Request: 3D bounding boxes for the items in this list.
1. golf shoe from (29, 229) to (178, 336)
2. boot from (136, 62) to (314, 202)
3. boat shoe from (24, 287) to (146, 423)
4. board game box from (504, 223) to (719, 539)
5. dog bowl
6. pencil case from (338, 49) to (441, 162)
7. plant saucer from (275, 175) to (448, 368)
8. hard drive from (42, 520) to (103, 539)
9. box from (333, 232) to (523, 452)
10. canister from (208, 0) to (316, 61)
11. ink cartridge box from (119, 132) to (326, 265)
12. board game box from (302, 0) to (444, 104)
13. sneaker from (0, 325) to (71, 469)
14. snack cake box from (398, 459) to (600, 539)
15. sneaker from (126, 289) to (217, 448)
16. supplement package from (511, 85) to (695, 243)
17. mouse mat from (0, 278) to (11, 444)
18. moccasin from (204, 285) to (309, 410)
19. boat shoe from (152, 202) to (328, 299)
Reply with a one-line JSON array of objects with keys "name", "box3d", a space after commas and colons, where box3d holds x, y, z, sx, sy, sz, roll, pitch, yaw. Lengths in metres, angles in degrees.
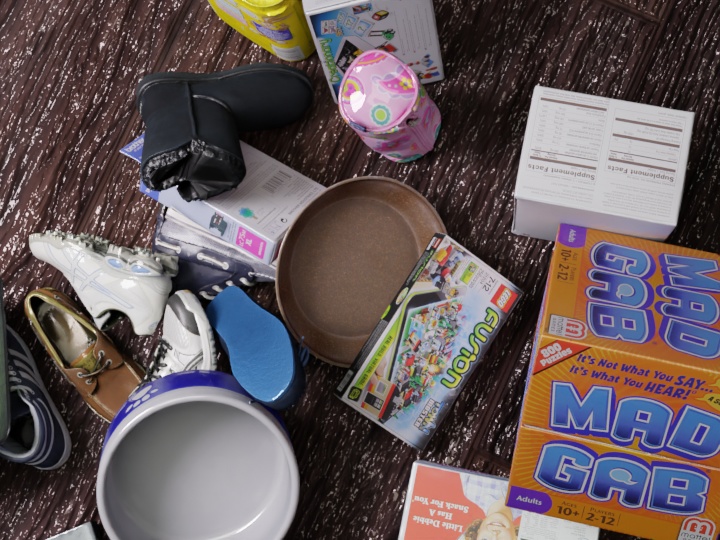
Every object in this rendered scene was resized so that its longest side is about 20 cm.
[{"name": "golf shoe", "box3d": [-0.285, 0.012, 1.397, 0.199, 0.078, 0.098, 15, 97, 36]}, {"name": "boot", "box3d": [-0.134, -0.141, 1.364, 0.198, 0.077, 0.169, -3, 40, -14]}, {"name": "boat shoe", "box3d": [-0.290, 0.101, 1.408, 0.200, 0.068, 0.072, 42, 85, 7]}, {"name": "board game box", "box3d": [0.259, 0.106, 1.246, 0.198, 0.200, 0.202, 11, 123, 7]}, {"name": "dog bowl", "box3d": [-0.162, 0.204, 1.315, 0.198, 0.079, 0.202, -2, 106, -8]}, {"name": "pencil case", "box3d": [0.033, -0.163, 1.344, 0.086, 0.200, 0.089, -1, 86, 9]}, {"name": "plant saucer", "box3d": [0.000, 0.000, 1.372, 0.198, 0.037, 0.203, -5, 103, -23]}, {"name": "hard drive", "box3d": [-0.314, 0.384, 1.391, 0.138, 0.033, 0.202, -21, 80, 3]}, {"name": "box", "box3d": [0.072, 0.074, 1.371, 0.110, 0.035, 0.201, 34, 87, -16]}, {"name": "canister", "box3d": [-0.111, -0.303, 1.378, 0.148, 0.200, 0.087, 34, 87, 9]}, {"name": "ink cartridge box", "box3d": [-0.145, -0.092, 1.397, 0.199, 0.119, 0.042, 31, 131, 11]}, {"name": "board game box", "box3d": [0.017, -0.242, 1.357, 0.125, 0.200, 0.035, -12, 70, 3]}, {"name": "sneaker", "box3d": [-0.383, 0.122, 1.395, 0.070, 0.109, 0.201, -35, 80, 0]}, {"name": "snack cake box", "box3d": [0.141, 0.270, 1.342, 0.198, 0.067, 0.116, 11, 85, 8]}, {"name": "sneaker", "box3d": [-0.199, 0.122, 1.355, 0.087, 0.076, 0.202, -4, 104, -24]}, {"name": "supplement package", "box3d": [0.236, -0.092, 1.313, 0.154, 0.200, 0.112, 11, 84, 7]}, {"name": "mouse mat", "box3d": [-0.421, 0.122, 1.379, 0.160, 0.008, 0.201, -34, 52, 26]}, {"name": "moccasin", "box3d": [-0.092, 0.079, 1.321, 0.080, 0.068, 0.200, -39, 35, 3]}, {"name": "boat shoe", "box3d": [-0.136, -0.002, 1.414, 0.198, 0.075, 0.094, 25, 102, 8]}]
